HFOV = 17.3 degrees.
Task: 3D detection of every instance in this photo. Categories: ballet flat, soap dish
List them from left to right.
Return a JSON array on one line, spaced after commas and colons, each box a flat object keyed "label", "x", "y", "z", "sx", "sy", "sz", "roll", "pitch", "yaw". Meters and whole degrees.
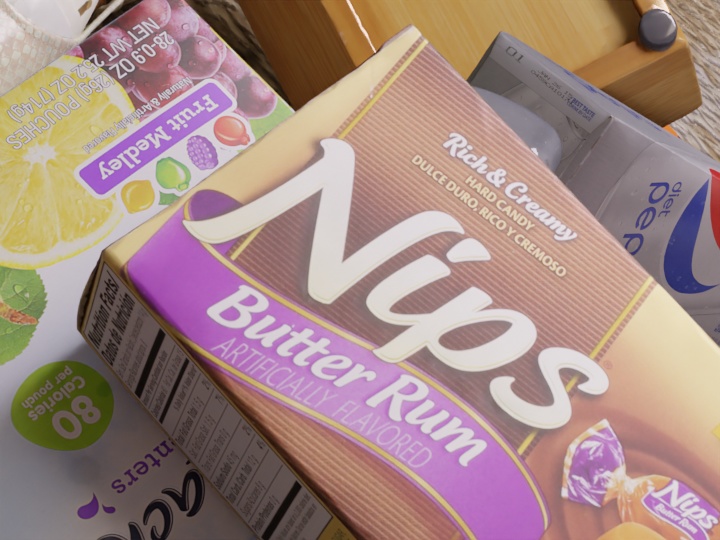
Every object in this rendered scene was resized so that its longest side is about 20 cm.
[{"label": "ballet flat", "x": -0.118, "y": -0.121, "z": 0.914, "sx": 0.067, "sy": 0.062, "sz": 0.200, "roll": 42, "pitch": 27, "yaw": -8}, {"label": "soap dish", "x": 0.032, "y": -0.125, "z": 0.958, "sx": 0.201, "sy": 0.157, "sz": 0.081, "roll": 62, "pitch": -14, "yaw": 6}]

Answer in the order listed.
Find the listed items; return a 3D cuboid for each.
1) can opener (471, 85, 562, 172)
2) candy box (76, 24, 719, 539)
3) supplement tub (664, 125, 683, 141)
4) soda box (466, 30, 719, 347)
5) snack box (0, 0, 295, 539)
[{"label": "can opener", "x": -0.030, "y": -0.031, "z": 0.787, "sx": 0.067, "sy": 0.199, "sz": 0.054, "roll": -57, "pitch": 143, "yaw": -41}, {"label": "candy box", "x": 0.034, "y": 0.046, "z": 0.620, "sx": 0.117, "sy": 0.057, "sz": 0.200, "roll": -37, "pitch": 80, "yaw": -27}, {"label": "supplement tub", "x": 0.074, "y": -0.055, "z": 1.055, "sx": 0.200, "sy": 0.107, "sz": 0.107, "roll": 44, "pitch": 27, "yaw": -5}, {"label": "soda box", "x": 0.110, "y": -0.021, "z": 0.920, "sx": 0.200, "sy": 0.064, "sz": 0.068, "roll": 24, "pitch": 15, "yaw": -50}, {"label": "snack box", "x": -0.052, "y": 0.041, "z": 0.673, "sx": 0.200, "sy": 0.068, "sz": 0.168, "roll": 45, "pitch": 61, "yaw": 12}]
